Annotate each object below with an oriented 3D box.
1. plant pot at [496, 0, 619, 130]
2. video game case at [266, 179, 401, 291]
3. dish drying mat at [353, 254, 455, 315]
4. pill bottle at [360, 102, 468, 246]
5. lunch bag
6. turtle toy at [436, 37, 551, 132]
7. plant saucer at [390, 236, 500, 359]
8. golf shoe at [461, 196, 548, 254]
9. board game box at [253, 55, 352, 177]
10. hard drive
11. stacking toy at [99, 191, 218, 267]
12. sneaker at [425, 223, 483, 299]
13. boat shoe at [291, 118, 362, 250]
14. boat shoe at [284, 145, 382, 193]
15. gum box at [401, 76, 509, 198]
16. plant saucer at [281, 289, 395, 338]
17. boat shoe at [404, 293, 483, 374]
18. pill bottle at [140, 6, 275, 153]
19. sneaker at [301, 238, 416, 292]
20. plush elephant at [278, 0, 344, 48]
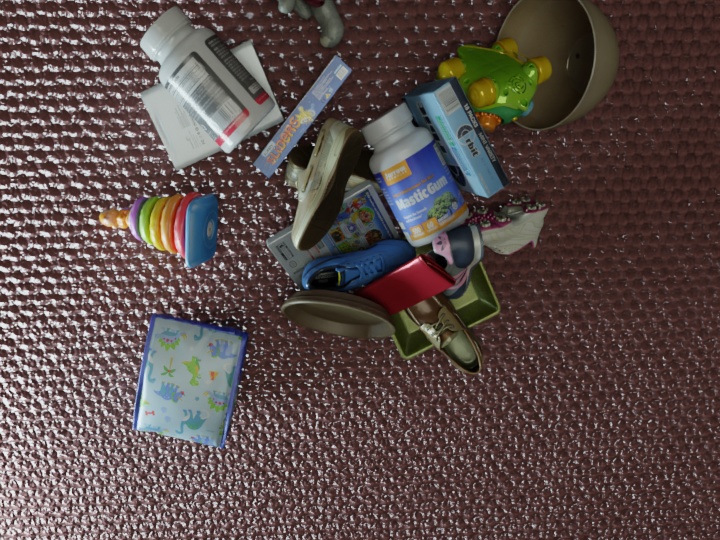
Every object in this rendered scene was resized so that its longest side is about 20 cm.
[{"bbox_3d":[0.322,-0.323,1.041,0.132,0.199,0.206,-8,109,-33],"label":"plant pot"},{"bbox_3d":[-0.041,-0.050,1.129,0.197,0.018,0.144,-29,133,5],"label":"video game case"},{"bbox_3d":[0.065,0.029,1.072,0.076,0.199,0.019,32,58,-19],"label":"dish drying mat"},{"bbox_3d":[0.081,-0.152,1.053,0.110,0.112,0.203,-29,102,5],"label":"pill bottle"},{"bbox_3d":[-0.288,0.178,1.153,0.165,0.128,0.205,11,114,-7],"label":"lunch bag"},{"bbox_3d":[0.188,-0.283,1.027,0.143,0.200,0.103,-24,136,-20],"label":"turtle toy"},{"bbox_3d":[0.120,0.023,1.179,0.196,0.048,0.204,-26,105,3],"label":"plant saucer"},{"bbox_3d":[0.234,-0.060,1.129,0.195,0.075,0.094,-14,120,-24],"label":"golf shoe"},{"bbox_3d":[-0.089,-0.242,1.047,0.034,0.136,0.201,37,99,-12],"label":"board game box"},{"bbox_3d":[-0.237,-0.265,1.086,0.196,0.026,0.135,-24,106,2],"label":"hard drive"},{"bbox_3d":[-0.337,-0.080,1.103,0.194,0.116,0.113,8,105,8],"label":"stacking toy"},{"bbox_3d":[0.135,-0.011,1.061,0.080,0.201,0.072,-7,63,-7],"label":"sneaker"},{"bbox_3d":[-0.064,-0.131,1.033,0.064,0.072,0.204,30,106,25],"label":"boat shoe"},{"bbox_3d":[-0.028,-0.156,1.115,0.194,0.074,0.066,5,142,-17],"label":"boat shoe"},{"bbox_3d":[0.141,-0.205,1.037,0.044,0.200,0.172,-32,106,-1],"label":"gum box"},{"bbox_3d":[-0.035,0.073,1.123,0.195,0.200,0.030,14,71,-7],"label":"plant saucer"},{"bbox_3d":[0.144,0.097,1.137,0.076,0.074,0.200,-43,104,8],"label":"boat shoe"},{"bbox_3d":[-0.231,-0.288,1.009,0.110,0.111,0.200,-41,104,8],"label":"pill bottle"},{"bbox_3d":[0.000,0.000,1.101,0.194,0.079,0.068,-13,104,-1],"label":"sneaker"},{"bbox_3d":[-0.097,-0.437,0.974,0.153,0.164,0.203,-32,91,-36],"label":"plush elephant"}]
